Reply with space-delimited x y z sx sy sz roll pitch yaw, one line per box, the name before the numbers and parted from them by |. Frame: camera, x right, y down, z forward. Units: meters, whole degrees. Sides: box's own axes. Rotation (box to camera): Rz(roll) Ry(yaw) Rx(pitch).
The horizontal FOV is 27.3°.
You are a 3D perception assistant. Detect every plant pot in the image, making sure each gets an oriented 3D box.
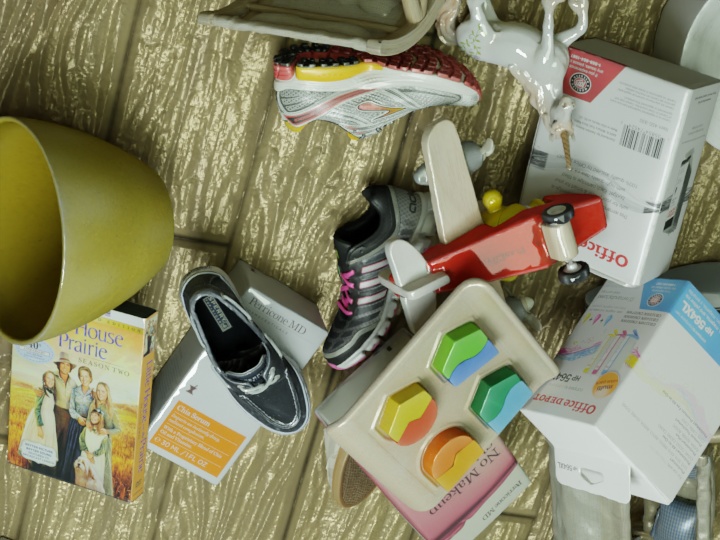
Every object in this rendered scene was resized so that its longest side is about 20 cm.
plant pot | -0.254 -0.040 1.344 0.141 0.200 0.202 -5 118 -39

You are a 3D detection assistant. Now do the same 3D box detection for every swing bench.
swing bench | 0.310 0.245 1.613 0.198 0.130 0.201 -11 116 -8
swing bench | -0.030 -0.298 1.246 0.129 0.198 0.202 -32 128 -47

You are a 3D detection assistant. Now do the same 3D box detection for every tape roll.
tape roll | 0.395 -0.217 1.469 0.200 0.071 0.204 -5 114 -11

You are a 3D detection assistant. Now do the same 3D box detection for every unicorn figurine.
unicorn figurine | 0.155 -0.209 1.384 0.074 0.199 0.138 -26 141 -46

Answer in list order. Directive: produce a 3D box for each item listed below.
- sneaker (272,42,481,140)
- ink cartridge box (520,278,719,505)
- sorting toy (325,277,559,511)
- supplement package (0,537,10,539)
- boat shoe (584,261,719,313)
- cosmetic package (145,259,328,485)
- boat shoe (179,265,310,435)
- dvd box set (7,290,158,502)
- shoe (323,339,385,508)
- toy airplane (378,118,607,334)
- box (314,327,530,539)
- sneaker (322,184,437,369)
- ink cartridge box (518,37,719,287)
sneaker | 0.016 -0.169 1.405 0.198 0.078 0.083 0 118 -3
ink cartridge box | 0.266 0.123 1.449 0.125 0.128 0.201 44 72 -23
sorting toy | 0.084 0.124 1.379 0.200 0.036 0.185 -45 135 -1
supplement package | -0.367 0.404 1.537 0.117 0.117 0.201 26 106 -22
boat shoe | 0.337 0.044 1.570 0.197 0.074 0.069 -12 119 -5
cosmetic package | -0.132 0.103 1.485 0.101 0.071 0.201 30 103 -23
boat shoe | -0.105 0.087 1.406 0.071 0.068 0.201 -28 116 0
dvd box set | -0.272 0.115 1.441 0.145 0.029 0.202 15 113 16
shoe | 0.000 0.157 1.557 0.069 0.053 0.202 -7 120 -33
toy airplane | 0.110 -0.022 1.412 0.198 0.141 0.201 24 108 -13
box | 0.066 0.179 1.506 0.128 0.109 0.200 -43 133 -6
sneaker | 0.000 0.000 1.472 0.087 0.074 0.201 23 101 -22
ink cartridge box | 0.246 -0.106 1.436 0.083 0.146 0.202 -20 128 -53
